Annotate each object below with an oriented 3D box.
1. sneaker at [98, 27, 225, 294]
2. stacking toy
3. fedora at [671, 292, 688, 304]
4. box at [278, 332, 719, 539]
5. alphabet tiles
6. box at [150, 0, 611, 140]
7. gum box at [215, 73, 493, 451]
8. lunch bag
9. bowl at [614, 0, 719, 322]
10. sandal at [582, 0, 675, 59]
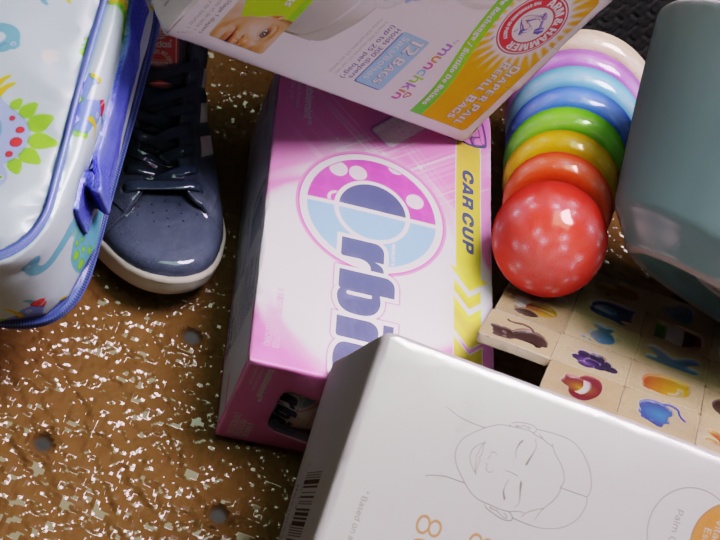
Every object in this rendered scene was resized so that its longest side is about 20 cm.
[{"bbox_3d":[-0.104,-0.086,0.721,0.075,0.085,0.201,-1,56,-23],"label":"sneaker"},{"bbox_3d":[0.106,-0.049,0.746,0.085,0.086,0.200,25,33,-3],"label":"stacking toy"},{"bbox_3d":[0.264,0.021,0.785,0.200,0.092,0.201,11,51,-14],"label":"fedora"},{"bbox_3d":[0.067,0.133,0.575,0.199,0.106,0.153,21,78,-7],"label":"box"},{"bbox_3d":[0.155,0.048,0.663,0.199,0.006,0.166,20,22,9],"label":"alphabet tiles"},{"bbox_3d":[0.004,-0.150,0.662,0.200,0.112,0.102,14,42,-47],"label":"box"},{"bbox_3d":[0.000,0.000,0.709,0.113,0.066,0.201,13,51,-12],"label":"gum box"},{"bbox_3d":[-0.175,-0.075,0.640,0.160,0.083,0.201,4,64,9],"label":"lunch bag"},{"bbox_3d":[0.195,-0.024,0.664,0.200,0.201,0.105,32,88,3],"label":"bowl"},{"bbox_3d":[0.189,-0.161,0.865,0.200,0.076,0.048,-4,39,-25],"label":"sandal"}]
